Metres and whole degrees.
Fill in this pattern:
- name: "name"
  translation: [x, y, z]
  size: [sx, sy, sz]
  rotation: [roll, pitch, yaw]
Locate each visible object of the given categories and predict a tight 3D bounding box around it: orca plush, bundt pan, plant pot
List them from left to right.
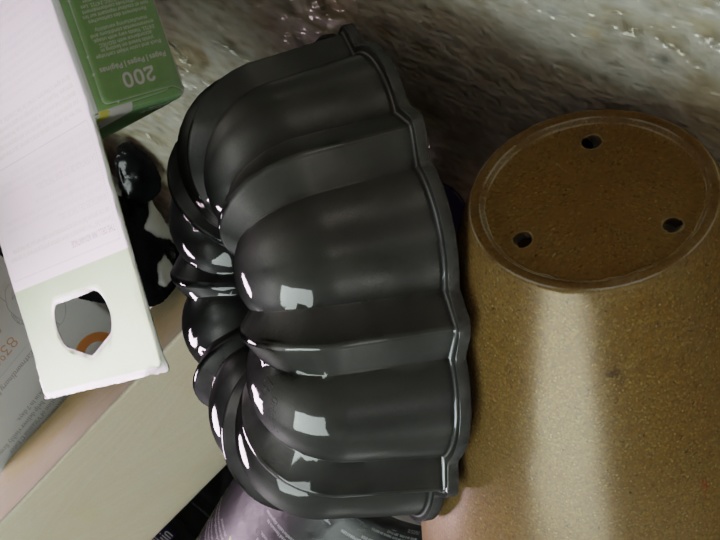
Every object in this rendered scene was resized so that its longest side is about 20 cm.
- name: "orca plush"
  translation: [-0.158, -0.025, 0.962]
  size: [0.104, 0.072, 0.200]
  rotation: [-17, 141, 12]
- name: "bundt pan"
  translation: [-0.027, 0.007, 0.753]
  size: [0.075, 0.204, 0.202]
  rotation: [-9, 166, -16]
- name: "plant pot"
  translation: [0.102, 0.041, 0.742]
  size: [0.185, 0.187, 0.201]
  rotation: [17, 142, 27]

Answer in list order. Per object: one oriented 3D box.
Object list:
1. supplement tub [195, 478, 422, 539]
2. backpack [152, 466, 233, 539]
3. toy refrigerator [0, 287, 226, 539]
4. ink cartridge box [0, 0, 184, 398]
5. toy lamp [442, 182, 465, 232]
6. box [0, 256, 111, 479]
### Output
- name: "supplement tub"
  translation: [-0.029, 0.163, 1.027]
  size: [0.122, 0.123, 0.201]
  rotation: [30, 119, -5]
- name: "backpack"
  translation: [-0.136, 0.162, 1.272]
  size: [0.200, 0.176, 0.153]
  rotation: [38, 169, 15]
- name: "toy refrigerator"
  translation: [-0.117, 0.084, 1.063]
  size: [0.076, 0.070, 0.200]
  rotation: [36, 113, -21]
- name: "ink cartridge box"
  translation: [-0.120, -0.054, 0.782]
  size: [0.145, 0.048, 0.202]
  rotation: [-16, 94, 60]
- name: "toy lamp"
  translation: [0.000, 0.000, 0.900]
  size: [0.058, 0.059, 0.200]
  rotation: [31, 158, -9]
- name: "box"
  translation: [-0.238, 0.024, 1.119]
  size: [0.200, 0.125, 0.097]
  rotation: [40, -179, -27]
